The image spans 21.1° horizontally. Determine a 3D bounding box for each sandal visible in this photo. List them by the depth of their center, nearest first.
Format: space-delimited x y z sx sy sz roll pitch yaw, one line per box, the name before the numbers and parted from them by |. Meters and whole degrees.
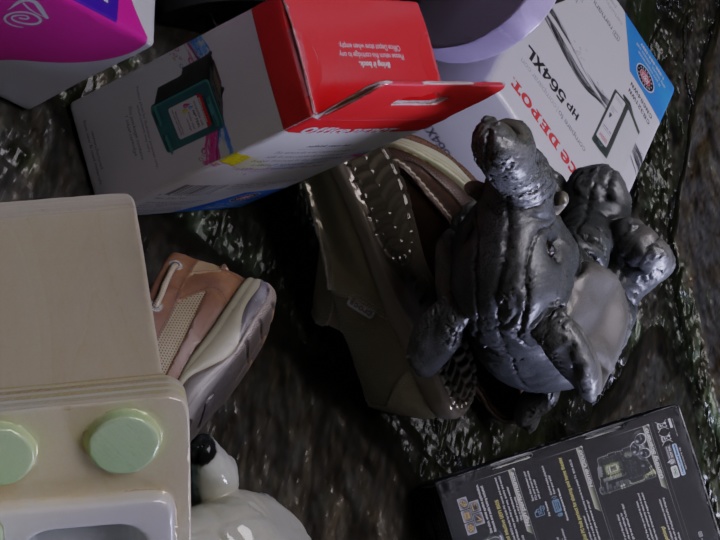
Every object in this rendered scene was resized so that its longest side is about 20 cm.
sandal | -0.038 -0.125 1.129 0.199 0.075 0.045 15 73 -50

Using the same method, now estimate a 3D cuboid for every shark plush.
shark plush | -0.069 0.142 0.951 0.091 0.083 0.200 59 9 13

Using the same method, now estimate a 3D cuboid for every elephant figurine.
elephant figurine | 0.085 0.008 1.052 0.156 0.141 0.200 58 20 4

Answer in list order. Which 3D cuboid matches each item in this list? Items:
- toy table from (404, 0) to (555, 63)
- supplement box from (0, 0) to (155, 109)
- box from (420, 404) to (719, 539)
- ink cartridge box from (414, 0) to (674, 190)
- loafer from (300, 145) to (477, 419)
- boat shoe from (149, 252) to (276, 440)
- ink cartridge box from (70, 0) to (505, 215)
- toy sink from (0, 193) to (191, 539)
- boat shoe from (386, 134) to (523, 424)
toy table | 0.032 -0.218 1.183 0.117 0.200 0.185 32 87 -32
supplement box | -0.169 -0.200 0.974 0.101 0.103 0.201 24 57 -44
box | 0.141 0.198 1.142 0.159 0.044 0.201 -17 85 -12
ink cartridge box | 0.123 -0.110 1.309 0.146 0.084 0.200 53 39 -21
loafer | 0.000 0.000 1.111 0.201 0.068 0.076 68 24 -6
boat shoe | -0.116 0.069 0.948 0.072 0.076 0.200 31 51 5
ink cartridge box | -0.038 -0.090 1.000 0.116 0.199 0.068 -7 79 -52
toy sink | -0.127 0.078 0.780 0.200 0.111 0.131 -107 -165 -55
boat shoe | 0.060 0.010 1.185 0.203 0.074 0.075 52 46 -22
